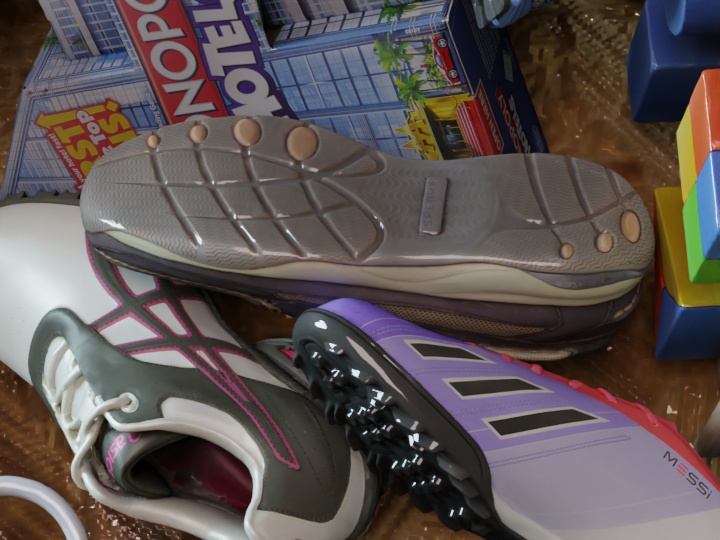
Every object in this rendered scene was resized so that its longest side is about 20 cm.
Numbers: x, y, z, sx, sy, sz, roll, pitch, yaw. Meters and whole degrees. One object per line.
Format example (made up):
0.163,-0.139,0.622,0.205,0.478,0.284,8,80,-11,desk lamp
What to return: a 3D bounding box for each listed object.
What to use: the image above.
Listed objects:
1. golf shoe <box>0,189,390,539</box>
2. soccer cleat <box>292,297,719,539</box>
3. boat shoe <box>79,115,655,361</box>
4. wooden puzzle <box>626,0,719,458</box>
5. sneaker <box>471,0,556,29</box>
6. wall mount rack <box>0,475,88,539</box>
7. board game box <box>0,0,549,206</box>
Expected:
-0.081,0.036,0.896,0.200,0.088,0.077,28,121,19,golf shoe
0.066,0.064,0.856,0.200,0.068,0.073,38,71,-9,soccer cleat
0.000,0.000,0.876,0.200,0.073,0.075,8,43,9,boat shoe
0.120,-0.053,0.843,0.046,0.185,0.200,2,72,-1,wooden puzzle
0.074,-0.136,0.874,0.078,0.200,0.075,-13,105,15,sneaker
-0.178,0.157,0.898,0.174,0.075,0.200,27,80,14,wall mount rack
-0.056,-0.088,0.904,0.200,0.200,0.062,-8,38,20,board game box
